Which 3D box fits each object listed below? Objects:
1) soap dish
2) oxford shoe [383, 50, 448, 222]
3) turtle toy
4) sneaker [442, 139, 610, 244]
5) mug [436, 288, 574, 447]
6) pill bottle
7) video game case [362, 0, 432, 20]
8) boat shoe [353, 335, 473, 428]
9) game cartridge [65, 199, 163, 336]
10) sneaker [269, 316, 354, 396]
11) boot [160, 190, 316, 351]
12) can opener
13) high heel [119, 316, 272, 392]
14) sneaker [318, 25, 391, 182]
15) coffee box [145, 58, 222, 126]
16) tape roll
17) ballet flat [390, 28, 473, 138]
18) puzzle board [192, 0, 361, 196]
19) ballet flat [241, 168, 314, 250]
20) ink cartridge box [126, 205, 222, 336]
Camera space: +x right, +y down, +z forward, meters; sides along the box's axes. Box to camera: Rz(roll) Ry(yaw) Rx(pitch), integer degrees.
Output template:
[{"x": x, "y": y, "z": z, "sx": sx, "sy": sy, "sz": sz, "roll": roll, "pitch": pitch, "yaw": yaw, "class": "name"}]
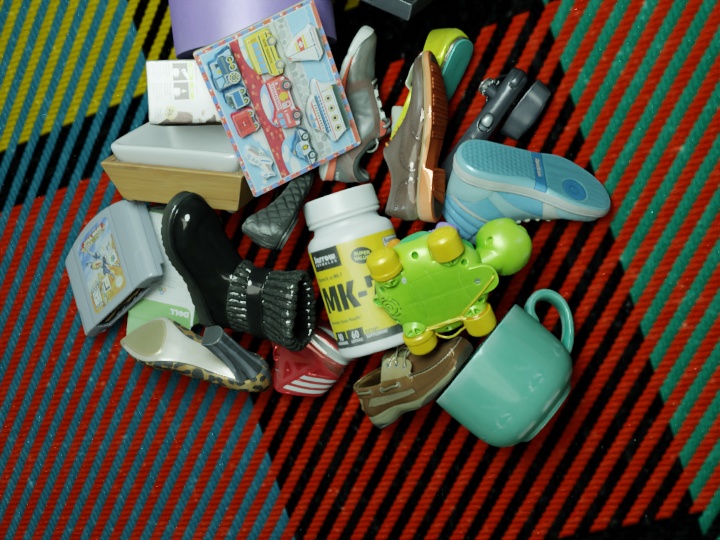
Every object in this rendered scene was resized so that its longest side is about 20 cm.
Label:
[{"x": -0.209, "y": -0.141, "z": 1.318, "sx": 0.199, "sy": 0.157, "sz": 0.082, "roll": 7, "pitch": 117, "yaw": 18, "class": "soap dish"}, {"x": 0.060, "y": -0.158, "z": 1.193, "sx": 0.072, "sy": 0.071, "sz": 0.201, "roll": 3, "pitch": 89, "yaw": 22, "class": "oxford shoe"}, {"x": 0.106, "y": 0.002, "z": 1.186, "sx": 0.199, "sy": 0.101, "sz": 0.146, "roll": -19, "pitch": 117, "yaw": 15, "class": "turtle toy"}, {"x": 0.191, "y": -0.078, "z": 1.230, "sx": 0.199, "sy": 0.080, "sz": 0.131, "roll": 17, "pitch": 136, "yaw": -7, "class": "sneaker"}, {"x": 0.191, "y": 0.123, "z": 1.209, "sx": 0.114, "sy": 0.152, "sz": 0.185, "roll": 40, "pitch": 108, "yaw": 7, "class": "mug"}, {"x": 0.000, "y": 0.000, "z": 1.280, "sx": 0.114, "sy": 0.114, "sz": 0.201, "roll": -17, "pitch": 91, "yaw": 20, "class": "pill bottle"}, {"x": 0.021, "y": -0.368, "z": 1.182, "sx": 0.180, "sy": 0.200, "sz": 0.026, "roll": 27, "pitch": 133, "yaw": 14, "class": "video game case"}, {"x": 0.056, "y": 0.132, "z": 1.265, "sx": 0.074, "sy": 0.076, "sz": 0.200, "roll": 47, "pitch": 133, "yaw": -3, "class": "boat shoe"}, {"x": -0.343, "y": -0.008, "z": 1.393, "sx": 0.200, "sy": 0.041, "sz": 0.134, "roll": -37, "pitch": 71, "yaw": 41, "class": "game cartridge"}, {"x": -0.112, "y": 0.094, "z": 1.351, "sx": 0.200, "sy": 0.078, "sz": 0.116, "roll": 38, "pitch": 106, "yaw": 12, "class": "sneaker"}, {"x": -0.143, "y": 0.000, "z": 1.240, "sx": 0.157, "sy": 0.080, "sz": 0.212, "roll": 11, "pitch": 136, "yaw": 33, "class": "boot"}, {"x": 0.143, "y": -0.161, "z": 1.233, "sx": 0.079, "sy": 0.063, "sz": 0.200, "roll": 43, "pitch": 108, "yaw": 8, "class": "can opener"}, {"x": -0.219, "y": 0.125, "z": 1.353, "sx": 0.199, "sy": 0.143, "sz": 0.072, "roll": -2, "pitch": 55, "yaw": 35, "class": "high heel"}, {"x": 0.004, "y": -0.205, "z": 1.282, "sx": 0.081, "sy": 0.077, "sz": 0.201, "roll": 14, "pitch": 109, "yaw": 0, "class": "sneaker"}, {"x": -0.159, "y": -0.224, "z": 1.271, "sx": 0.199, "sy": 0.113, "sz": 0.080, "roll": -3, "pitch": 97, "yaw": -2, "class": "coffee box"}, {"x": -0.131, "y": -0.311, "z": 1.236, "sx": 0.199, "sy": 0.200, "sz": 0.086, "roll": -5, "pitch": 96, "yaw": 20, "class": "tape roll"}, {"x": 0.075, "y": -0.206, "z": 1.258, "sx": 0.067, "sy": 0.067, "sz": 0.201, "roll": 31, "pitch": 104, "yaw": 35, "class": "ballet flat"}, {"x": -0.091, "y": -0.197, "z": 1.182, "sx": 0.150, "sy": 0.017, "sz": 0.201, "roll": -27, "pitch": 129, "yaw": -9, "class": "puzzle board"}, {"x": -0.097, "y": -0.095, "z": 1.259, "sx": 0.057, "sy": 0.200, "sz": 0.067, "roll": 29, "pitch": 121, "yaw": -10, "class": "ballet flat"}, {"x": -0.259, "y": 0.018, "z": 1.401, "sx": 0.103, "sy": 0.059, "sz": 0.201, "roll": 11, "pitch": 101, "yaw": 18, "class": "ink cartridge box"}]
